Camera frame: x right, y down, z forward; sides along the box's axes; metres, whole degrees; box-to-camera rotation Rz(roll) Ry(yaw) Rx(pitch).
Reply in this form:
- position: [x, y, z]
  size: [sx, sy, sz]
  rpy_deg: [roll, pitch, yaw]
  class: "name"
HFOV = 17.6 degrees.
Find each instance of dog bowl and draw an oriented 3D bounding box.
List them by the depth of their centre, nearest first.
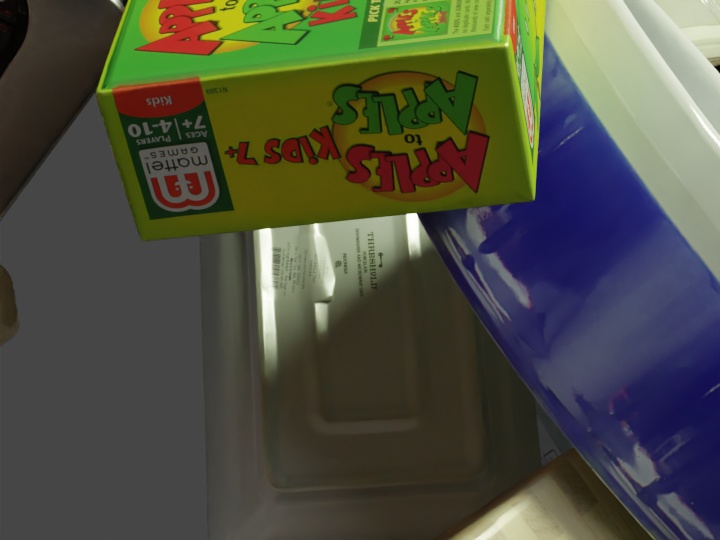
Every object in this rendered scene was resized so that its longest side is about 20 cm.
- position: [0.100, 0.007, 0.675]
  size: [0.200, 0.079, 0.200]
  rpy_deg: [48, 13, -15]
  class: "dog bowl"

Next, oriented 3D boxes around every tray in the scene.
- position: [0.000, 0.000, 0.761]
  size: [0.107, 0.022, 0.200]
  rpy_deg: [-4, 62, 0]
  class: "tray"

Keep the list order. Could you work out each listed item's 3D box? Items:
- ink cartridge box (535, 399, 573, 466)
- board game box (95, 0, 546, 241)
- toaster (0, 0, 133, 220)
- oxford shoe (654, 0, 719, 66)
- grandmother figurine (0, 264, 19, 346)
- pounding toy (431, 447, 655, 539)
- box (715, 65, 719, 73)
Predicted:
- position: [0.146, 0.015, 0.807]
  size: [0.200, 0.047, 0.160]
  rpy_deg: [-30, 82, -9]
  class: "ink cartridge box"
- position: [-0.001, -0.090, 0.636]
  size: [0.101, 0.048, 0.200]
  rpy_deg: [-6, 37, 11]
  class: "board game box"
- position: [-0.148, -0.127, 0.675]
  size: [0.181, 0.119, 0.200]
  rpy_deg: [30, 33, -14]
  class: "toaster"
- position: [0.116, -0.098, 0.843]
  size: [0.200, 0.075, 0.058]
  rpy_deg: [-21, 99, -46]
  class: "oxford shoe"
- position: [-0.160, 0.074, 0.626]
  size: [0.121, 0.061, 0.200]
  rpy_deg: [19, 53, 10]
  class: "grandmother figurine"
- position: [0.026, 0.148, 0.609]
  size: [0.142, 0.200, 0.184]
  rpy_deg: [-33, 85, -40]
  class: "pounding toy"
- position: [0.129, -0.071, 0.911]
  size: [0.200, 0.036, 0.143]
  rpy_deg: [-25, 80, -41]
  class: "box"
